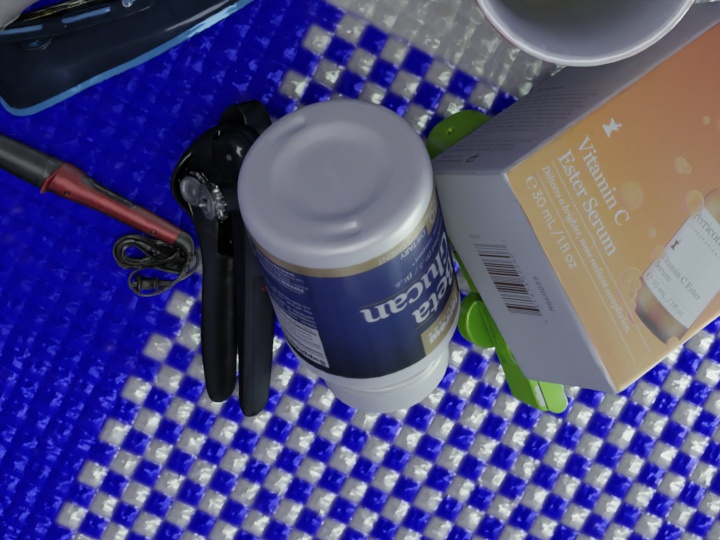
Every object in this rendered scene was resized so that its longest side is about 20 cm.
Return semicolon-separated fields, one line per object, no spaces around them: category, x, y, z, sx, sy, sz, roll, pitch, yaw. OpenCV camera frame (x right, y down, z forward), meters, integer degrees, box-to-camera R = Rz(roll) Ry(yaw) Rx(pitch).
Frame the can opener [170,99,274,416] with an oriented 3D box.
can opener;-0.073;-0.001;1.411;0.079;0.063;0.200;-20;119;-39

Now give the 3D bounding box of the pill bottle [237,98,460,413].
pill bottle;0.000;0.000;1.361;0.111;0.111;0.200;-18;146;-1

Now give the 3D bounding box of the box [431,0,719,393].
box;0.163;-0.047;1.373;0.200;0.106;0.152;-36;107;-21

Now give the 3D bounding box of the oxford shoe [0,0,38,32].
oxford shoe;-0.233;-0.150;1.343;0.200;0.075;0.058;-14;91;15

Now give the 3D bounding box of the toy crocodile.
toy crocodile;0.087;-0.002;1.433;0.062;0.068;0.200;-29;107;-18

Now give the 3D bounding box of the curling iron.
curling iron;-0.187;-0.047;1.413;0.200;0.026;0.050;33;96;-13

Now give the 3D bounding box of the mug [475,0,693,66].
mug;0.111;-0.219;1.309;0.133;0.200;0.178;-3;105;-5

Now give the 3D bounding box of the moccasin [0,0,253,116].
moccasin;-0.133;-0.160;1.363;0.200;0.080;0.068;-27;101;1
